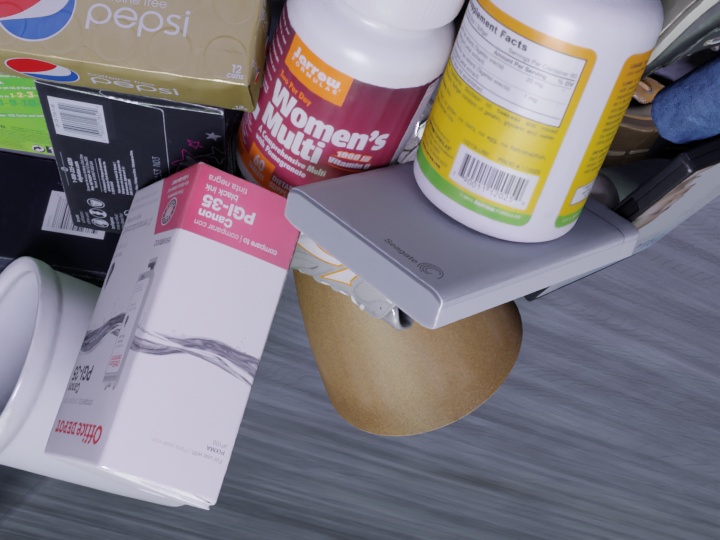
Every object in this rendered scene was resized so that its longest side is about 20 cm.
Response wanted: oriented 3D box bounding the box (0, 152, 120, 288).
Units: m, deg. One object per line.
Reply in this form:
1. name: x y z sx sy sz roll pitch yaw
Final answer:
1. box: -0.248 -0.007 1.155 0.199 0.105 0.182 9 154 -1

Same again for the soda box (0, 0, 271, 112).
1. soda box: -0.157 -0.149 0.760 0.199 0.068 0.064 9 172 0

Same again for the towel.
1. towel: 0.274 -0.135 0.750 0.200 0.111 0.049 -28 92 54

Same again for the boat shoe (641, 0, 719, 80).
1. boat shoe: 0.205 -0.154 0.771 0.067 0.072 0.200 22 148 -27

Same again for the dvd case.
1. dvd case: 0.215 -0.045 0.891 0.142 0.018 0.200 -22 166 -34

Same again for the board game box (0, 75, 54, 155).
1. board game box: -0.254 -0.150 0.962 0.095 0.030 0.200 8 156 -1

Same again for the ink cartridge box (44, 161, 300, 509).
1. ink cartridge box: -0.124 0.044 0.823 0.083 0.201 0.146 23 166 -24

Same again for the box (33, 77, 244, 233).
1. box: -0.147 -0.116 0.900 0.132 0.115 0.200 10 153 0

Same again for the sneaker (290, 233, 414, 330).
1. sneaker: 0.000 0.000 0.903 0.199 0.092 0.076 -4 -172 33

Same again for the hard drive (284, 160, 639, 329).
1. hard drive: 0.068 -0.030 0.790 0.200 0.132 0.027 -17 133 -43

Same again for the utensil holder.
1. utensil holder: -0.224 0.101 1.064 0.200 0.171 0.170 24 150 -33

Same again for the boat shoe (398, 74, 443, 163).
1. boat shoe: 0.056 -0.096 0.929 0.200 0.070 0.071 30 149 -35

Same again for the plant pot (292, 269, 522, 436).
1. plant pot: 0.020 0.006 1.047 0.186 0.187 0.200 -5 135 25

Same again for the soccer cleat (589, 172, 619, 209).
1. soccer cleat: 0.103 -0.015 0.943 0.199 0.070 0.078 -24 161 12

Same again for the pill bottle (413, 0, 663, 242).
1. pill bottle: 0.111 -0.127 0.741 0.111 0.111 0.201 13 123 -10

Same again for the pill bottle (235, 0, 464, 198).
1. pill bottle: -0.005 -0.133 0.798 0.109 0.110 0.200 15 138 -12

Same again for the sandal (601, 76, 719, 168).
1. sandal: 0.195 -0.112 0.886 0.199 0.054 0.080 -3 161 -10
